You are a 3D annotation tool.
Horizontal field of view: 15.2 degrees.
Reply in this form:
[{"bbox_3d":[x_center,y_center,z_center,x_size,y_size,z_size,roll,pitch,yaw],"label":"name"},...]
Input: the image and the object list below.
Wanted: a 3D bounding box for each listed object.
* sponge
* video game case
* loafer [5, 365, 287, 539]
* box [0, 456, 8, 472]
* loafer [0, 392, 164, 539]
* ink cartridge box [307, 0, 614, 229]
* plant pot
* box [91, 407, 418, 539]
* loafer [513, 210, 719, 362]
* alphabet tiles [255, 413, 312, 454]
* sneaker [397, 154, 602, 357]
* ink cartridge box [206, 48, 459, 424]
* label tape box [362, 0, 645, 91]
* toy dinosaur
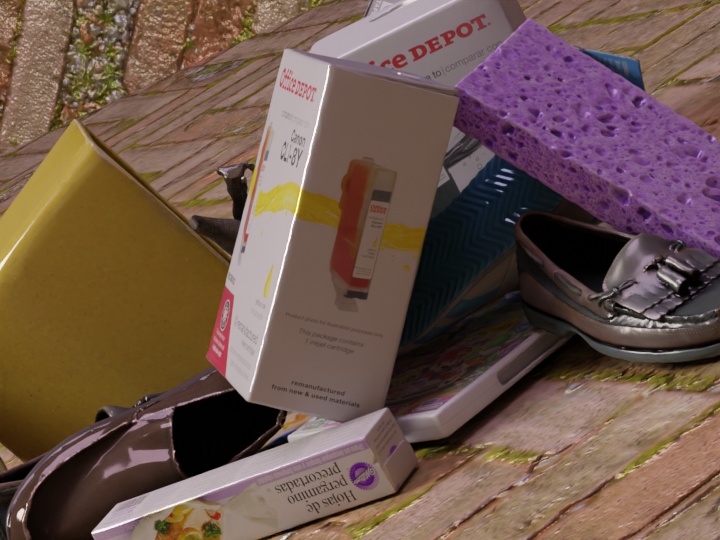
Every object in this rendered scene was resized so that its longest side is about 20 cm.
[{"bbox_3d":[0.153,-0.068,1.580,0.112,0.200,0.030,-42,-18,-52],"label":"sponge"},{"bbox_3d":[0.066,0.050,1.625,0.200,0.018,0.143,-36,14,-37],"label":"video game case"},{"bbox_3d":[-0.128,0.115,1.643,0.200,0.073,0.071,-36,8,-13],"label":"loafer"},{"bbox_3d":[-0.337,0.199,1.728,0.176,0.097,0.200,-18,14,40],"label":"box"},{"bbox_3d":[-0.160,0.118,1.724,0.200,0.063,0.072,-34,15,-29],"label":"loafer"},{"bbox_3d":[0.066,-0.080,1.759,0.146,0.200,0.084,-26,13,11],"label":"ink cartridge box"},{"bbox_3d":[-0.187,0.038,1.871,0.200,0.196,0.194,-47,12,-1],"label":"plant pot"},{"bbox_3d":[-0.063,0.131,1.545,0.200,0.039,0.041,-22,15,28],"label":"box"},{"bbox_3d":[0.146,0.006,1.503,0.072,0.063,0.200,-31,20,-25],"label":"loafer"},{"bbox_3d":[-0.014,0.102,1.643,0.200,0.006,0.166,-23,13,21],"label":"alphabet tiles"},{"bbox_3d":[0.067,-0.003,1.652,0.200,0.077,0.081,-34,-28,24],"label":"sneaker"},{"bbox_3d":[-0.018,-0.023,1.580,0.083,0.200,0.145,13,5,-14],"label":"ink cartridge box"},{"bbox_3d":[0.102,-0.121,1.939,0.144,0.200,0.063,62,-133,-66],"label":"label tape box"},{"bbox_3d":[-0.052,-0.028,1.819,0.077,0.102,0.200,-16,1,14],"label":"toy dinosaur"}]
